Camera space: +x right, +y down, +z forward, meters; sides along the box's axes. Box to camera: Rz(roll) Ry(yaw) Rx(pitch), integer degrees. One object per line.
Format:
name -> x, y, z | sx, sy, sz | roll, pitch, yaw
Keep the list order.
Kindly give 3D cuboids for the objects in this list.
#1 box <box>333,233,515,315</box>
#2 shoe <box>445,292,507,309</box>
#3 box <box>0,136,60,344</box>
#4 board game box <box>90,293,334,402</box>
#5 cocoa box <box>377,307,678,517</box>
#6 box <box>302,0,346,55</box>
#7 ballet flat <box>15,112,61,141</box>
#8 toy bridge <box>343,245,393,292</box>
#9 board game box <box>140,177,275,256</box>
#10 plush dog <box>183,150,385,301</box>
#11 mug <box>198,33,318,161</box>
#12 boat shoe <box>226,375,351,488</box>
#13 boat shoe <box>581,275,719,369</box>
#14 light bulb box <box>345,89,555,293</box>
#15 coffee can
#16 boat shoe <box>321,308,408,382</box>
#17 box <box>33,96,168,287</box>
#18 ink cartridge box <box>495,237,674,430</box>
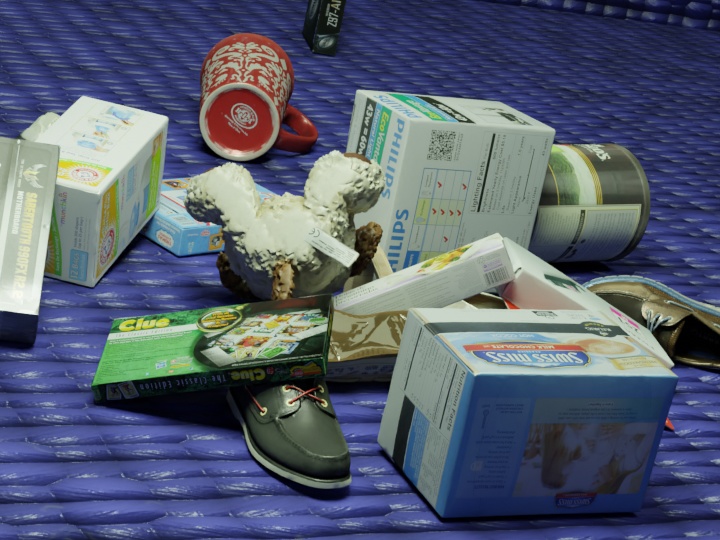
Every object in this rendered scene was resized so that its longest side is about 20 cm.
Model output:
box -> 0.051, 0.021, 1.597 | 0.199, 0.042, 0.039 | -22, 21, 5
shoe -> 0.144, 0.057, 1.683 | 0.199, 0.054, 0.070 | 19, 20, 21
box -> -0.361, -0.037, 1.496 | 0.157, 0.048, 0.201 | 8, 52, -12
board game box -> -0.123, 0.065, 1.404 | 0.198, 0.024, 0.105 | -7, 32, 9
cocoa box -> 0.138, 0.117, 1.374 | 0.198, 0.134, 0.131 | 2, 21, -26
box -> -0.056, -0.505, 2.980 | 0.043, 0.202, 0.160 | 8, 19, -12
ballet flat -> -0.357, -0.158, 1.981 | 0.073, 0.074, 0.199 | 24, 22, 32
toy bridge -> 0.000, 0.000, 1.740 | 0.027, 0.068, 0.200 | 0, 21, -32
board game box -> -0.171, -0.066, 1.876 | 0.199, 0.037, 0.151 | -8, 27, -43
plush dog -> -0.063, -0.016, 1.626 | 0.198, 0.162, 0.172 | -7, -19, 6
mug -> -0.138, -0.229, 2.236 | 0.176, 0.134, 0.200 | 9, 22, -4
boat shoe -> -0.060, 0.116, 1.373 | 0.073, 0.064, 0.201 | 4, 21, -25
boat shoe -> 0.326, 0.058, 1.767 | 0.198, 0.073, 0.072 | 12, 20, 0
light bulb box -> 0.087, -0.086, 1.841 | 0.199, 0.200, 0.125 | 2, 19, -31
coffee can -> 0.230, -0.081, 1.996 | 0.199, 0.148, 0.146 | -3, 23, -37
boat shoe -> -0.016, 0.078, 1.533 | 0.198, 0.063, 0.074 | 4, 46, -16
box -> -0.281, -0.084, 1.694 | 0.101, 0.113, 0.200 | 14, 29, 8
ink cartridge box -> 0.224, 0.059, 1.631 | 0.199, 0.044, 0.174 | 32, 12, -16
